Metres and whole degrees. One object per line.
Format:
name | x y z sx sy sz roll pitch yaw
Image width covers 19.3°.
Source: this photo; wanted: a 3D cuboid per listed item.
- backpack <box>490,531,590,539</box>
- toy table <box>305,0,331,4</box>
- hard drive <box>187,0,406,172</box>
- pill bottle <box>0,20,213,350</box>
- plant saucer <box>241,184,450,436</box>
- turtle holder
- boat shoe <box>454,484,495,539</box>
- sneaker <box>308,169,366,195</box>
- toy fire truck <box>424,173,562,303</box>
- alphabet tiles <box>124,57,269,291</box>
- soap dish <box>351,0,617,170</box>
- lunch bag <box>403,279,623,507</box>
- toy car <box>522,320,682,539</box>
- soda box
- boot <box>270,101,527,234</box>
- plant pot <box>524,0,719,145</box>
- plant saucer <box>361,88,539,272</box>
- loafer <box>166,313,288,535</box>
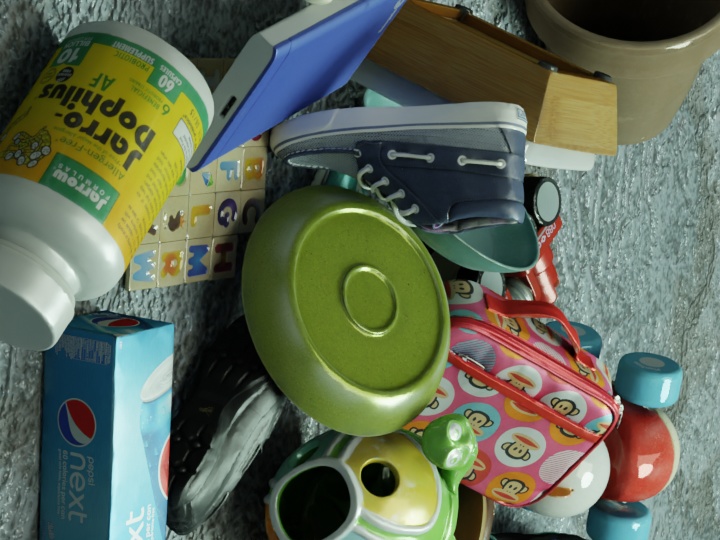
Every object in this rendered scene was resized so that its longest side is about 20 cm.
backpack | 0.200 0.334 2.046 0.200 0.176 0.153 -7 121 -58
toy table | -0.044 -0.279 1.522 0.200 0.117 0.184 20 80 -58
hard drive | -0.043 -0.153 1.559 0.200 0.025 0.132 -36 168 -50
pill bottle | -0.184 -0.053 1.350 0.200 0.113 0.113 -62 145 -28
plant saucer | -0.001 0.025 1.614 0.200 0.031 0.200 17 62 -35
turtle holder | 0.010 0.187 1.671 0.132 0.185 0.141 20 69 -61
boat shoe | 0.094 0.191 1.894 0.070 0.070 0.200 34 55 -54
sneaker | 0.000 0.000 1.704 0.077 0.080 0.200 -23 113 -55
toy fire truck | 0.118 0.034 1.898 0.176 0.129 0.200 -55 131 -37
alphabet tiles | -0.125 -0.072 1.548 0.200 0.006 0.167 -9 105 -59
soap dish | 0.101 -0.155 1.714 0.157 0.200 0.081 1 115 -59
lunch bag | 0.114 0.096 1.776 0.200 0.176 0.082 29 30 -23
toy car | 0.181 0.168 1.973 0.200 0.177 0.185 -15 121 -51
soda box | -0.175 0.133 1.463 0.068 0.064 0.200 -13 109 -58
boot | 0.027 -0.073 1.601 0.073 0.200 0.090 31 57 -69
plant pot | 0.248 -0.217 1.990 0.200 0.200 0.175 -57 160 -34
plant saucer | 0.065 -0.068 1.746 0.036 0.200 0.200 -43 159 23
loafer | -0.097 0.108 1.590 0.201 0.068 0.070 -57 151 -27
